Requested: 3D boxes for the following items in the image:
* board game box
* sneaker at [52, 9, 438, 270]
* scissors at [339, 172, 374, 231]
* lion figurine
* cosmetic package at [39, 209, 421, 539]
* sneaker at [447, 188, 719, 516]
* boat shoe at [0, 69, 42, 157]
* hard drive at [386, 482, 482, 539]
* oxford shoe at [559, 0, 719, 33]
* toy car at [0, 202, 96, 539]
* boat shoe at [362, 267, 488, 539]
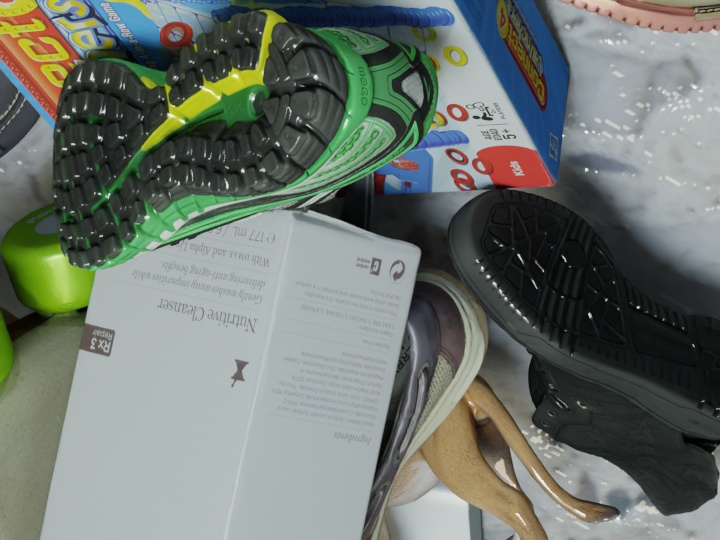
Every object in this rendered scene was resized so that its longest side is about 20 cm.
[{"bbox_3d":[-0.040,-0.098,0.985,0.195,0.056,0.200,-3,152,21],"label":"board game box"},{"bbox_3d":[-0.049,-0.042,0.950,0.085,0.079,0.199,2,173,-38],"label":"sneaker"},{"bbox_3d":[0.000,0.000,1.093,0.073,0.014,0.200,27,151,-8],"label":"scissors"},{"bbox_3d":[0.014,0.081,1.142,0.199,0.072,0.123,-20,90,33],"label":"lion figurine"},{"bbox_3d":[-0.057,0.074,1.023,0.112,0.201,0.081,8,175,44],"label":"cosmetic package"},{"bbox_3d":[0.095,0.039,1.084,0.199,0.060,0.104,30,151,-24],"label":"sneaker"},{"bbox_3d":[-0.194,-0.053,1.122,0.073,0.063,0.200,38,131,-15],"label":"boat shoe"},{"bbox_3d":[-0.038,0.136,1.260,0.199,0.027,0.133,7,131,14],"label":"hard drive"},{"bbox_3d":[0.141,-0.130,0.926,0.199,0.071,0.074,2,127,-9],"label":"oxford shoe"},{"bbox_3d":[-0.185,0.066,1.127,0.199,0.158,0.165,5,121,38],"label":"toy car"},{"bbox_3d":[-0.019,0.087,1.084,0.072,0.065,0.201,41,111,21],"label":"boat shoe"}]
